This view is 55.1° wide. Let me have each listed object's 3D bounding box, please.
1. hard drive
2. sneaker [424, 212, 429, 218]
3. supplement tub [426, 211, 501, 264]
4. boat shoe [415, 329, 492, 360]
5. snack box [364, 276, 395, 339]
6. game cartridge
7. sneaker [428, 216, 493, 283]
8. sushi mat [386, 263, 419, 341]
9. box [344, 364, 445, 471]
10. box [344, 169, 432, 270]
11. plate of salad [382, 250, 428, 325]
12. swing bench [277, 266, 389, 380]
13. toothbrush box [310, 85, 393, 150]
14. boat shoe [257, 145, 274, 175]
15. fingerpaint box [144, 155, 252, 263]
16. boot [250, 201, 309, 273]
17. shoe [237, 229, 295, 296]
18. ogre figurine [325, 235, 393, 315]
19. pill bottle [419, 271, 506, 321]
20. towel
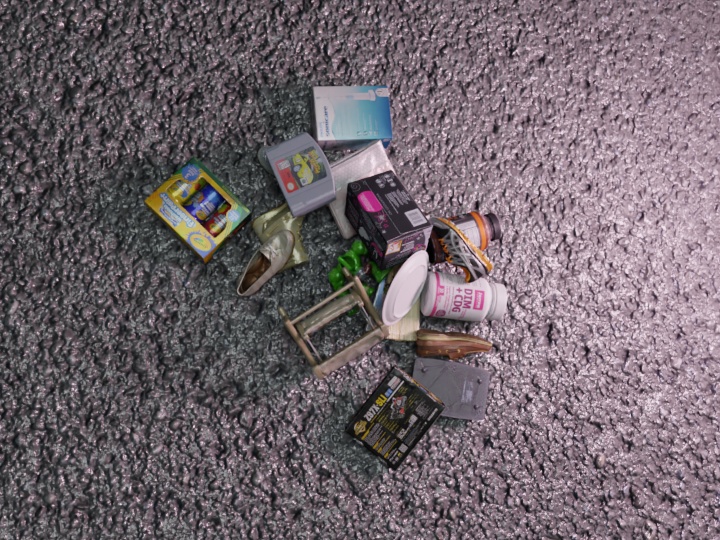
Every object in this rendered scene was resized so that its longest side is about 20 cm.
[{"bbox_3d":[0.219,0.297,1.728,0.199,0.042,0.136,12,77,-7],"label":"hard drive"},{"bbox_3d":[0.087,-0.096,1.774,0.199,0.073,0.085,-16,116,-17],"label":"sneaker"},{"bbox_3d":[0.259,-0.089,1.775,0.199,0.107,0.108,-16,83,-14],"label":"supplement tub"},{"bbox_3d":[0.233,0.192,1.741,0.199,0.072,0.068,6,96,-12],"label":"boat shoe"},{"bbox_3d":[0.072,0.069,1.752,0.071,0.024,0.201,19,77,-8],"label":"snack box"},{"bbox_3d":[-0.140,-0.239,1.675,0.132,0.041,0.201,-24,69,-7],"label":"game cartridge"},{"bbox_3d":[0.232,-0.052,1.676,0.200,0.078,0.077,45,92,-3],"label":"sneaker"},{"bbox_3d":[0.108,0.078,1.740,0.095,0.012,0.202,5,82,-24],"label":"sushi mat"},{"bbox_3d":[0.083,0.355,1.664,0.159,0.049,0.200,38,92,0],"label":"box"},{"bbox_3d":[0.064,-0.122,1.656,0.131,0.115,0.201,-20,59,-21],"label":"box"},{"bbox_3d":[0.102,0.039,1.657,0.048,0.200,0.201,29,74,24],"label":"plate of salad"},{"bbox_3d":[-0.056,0.133,1.622,0.198,0.130,0.201,-33,107,-5],"label":"swing bench"},{"bbox_3d":[-0.026,-0.394,1.789,0.198,0.085,0.148,-4,81,-12],"label":"toothbrush box"},{"bbox_3d":[-0.170,-0.257,1.744,0.200,0.072,0.070,34,76,-3],"label":"boat shoe"},{"bbox_3d":[-0.393,-0.148,1.682,0.200,0.073,0.167,45,75,0],"label":"fingerpaint box"},{"bbox_3d":[-0.153,-0.096,1.705,0.199,0.073,0.156,-28,86,1],"label":"boot"},{"bbox_3d":[-0.229,-0.015,1.659,0.070,0.053,0.200,41,100,8],"label":"shoe"},{"bbox_3d":[0.000,0.000,1.709,0.120,0.200,0.098,40,31,4],"label":"ogre figurine"},{"bbox_3d":[0.259,0.069,1.741,0.198,0.113,0.114,7,78,-9],"label":"pill bottle"},{"bbox_3d":[0.006,-0.207,1.752,0.199,0.032,0.192,-31,112,-15],"label":"towel"}]
